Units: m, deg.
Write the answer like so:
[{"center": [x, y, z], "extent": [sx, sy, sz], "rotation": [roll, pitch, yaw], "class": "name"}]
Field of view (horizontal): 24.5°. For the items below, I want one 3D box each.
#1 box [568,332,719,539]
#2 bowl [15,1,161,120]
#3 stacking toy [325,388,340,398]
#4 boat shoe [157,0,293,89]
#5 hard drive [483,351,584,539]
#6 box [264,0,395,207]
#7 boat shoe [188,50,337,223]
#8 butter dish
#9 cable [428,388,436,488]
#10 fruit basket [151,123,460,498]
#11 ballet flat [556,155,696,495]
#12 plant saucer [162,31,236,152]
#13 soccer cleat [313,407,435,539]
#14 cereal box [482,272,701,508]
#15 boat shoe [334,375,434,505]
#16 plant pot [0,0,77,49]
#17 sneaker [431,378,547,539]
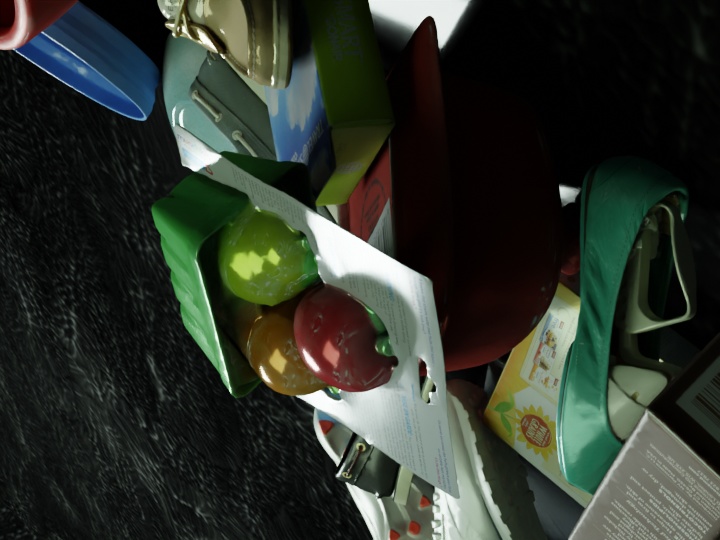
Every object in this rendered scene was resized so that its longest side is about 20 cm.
[{"center": [0.190, 0.110, 0.924], "extent": [0.075, 0.100, 0.200], "rotation": [43, 157, 15], "class": "box"}, {"center": [-0.246, -0.192, 1.327], "extent": [0.199, 0.040, 0.201], "rotation": [31, 174, 4], "class": "bowl"}, {"center": [0.000, 0.000, 1.219], "extent": [0.109, 0.117, 0.201], "rotation": [13, 140, -17], "class": "stacking toy"}, {"center": [-0.089, -0.164, 0.996], "extent": [0.200, 0.068, 0.074], "rotation": [-120, 30, -56], "class": "boat shoe"}, {"center": [0.151, 0.141, 1.229], "extent": [0.134, 0.042, 0.201], "rotation": [36, 153, 26], "class": "hard drive"}, {"center": [-0.028, -0.132, 1.000], "extent": [0.122, 0.047, 0.202], "rotation": [125, 137, -65], "class": "box"}, {"center": [-0.056, -0.079, 1.169], "extent": [0.201, 0.062, 0.073], "rotation": [55, -159, 22], "class": "boat shoe"}, {"center": [0.071, -0.024, 1.017], "extent": [0.200, 0.146, 0.202], "rotation": [126, 146, -63], "class": "butter dish"}, {"center": [0.084, 0.178, 1.290], "extent": [0.201, 0.051, 0.163], "rotation": [54, 161, 4], "class": "cable"}, {"center": [-0.021, 0.021, 0.936], "extent": [0.199, 0.094, 0.186], "rotation": [25, 145, 31], "class": "fruit basket"}, {"center": [0.156, 0.036, 0.949], "extent": [0.070, 0.067, 0.203], "rotation": [10, 99, 43], "class": "ballet flat"}, {"center": [-0.097, -0.098, 1.297], "extent": [0.200, 0.039, 0.202], "rotation": [38, 154, 22], "class": "plant saucer"}, {"center": [0.028, 0.181, 1.293], "extent": [0.201, 0.069, 0.078], "rotation": [60, 180, 8], "class": "soccer cleat"}, {"center": [0.182, 0.105, 1.075], "extent": [0.200, 0.039, 0.145], "rotation": [39, 132, 21], "class": "cereal box"}, {"center": [0.027, 0.073, 1.186], "extent": [0.062, 0.074, 0.203], "rotation": [16, 114, 4], "class": "boat shoe"}, {"center": [-0.218, -0.272, 1.069], "extent": [0.200, 0.182, 0.201], "rotation": [38, 153, 23], "class": "plant pot"}, {"center": [0.081, 0.177, 1.175], "extent": [0.080, 0.076, 0.202], "rotation": [-15, 96, 28], "class": "sneaker"}]
